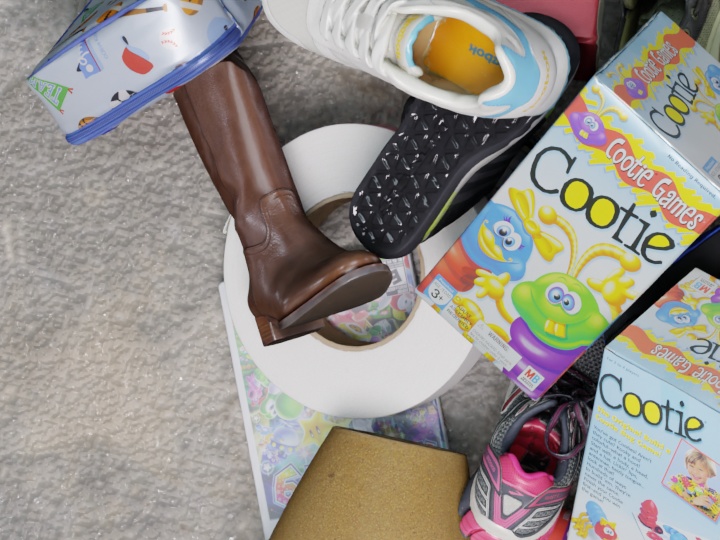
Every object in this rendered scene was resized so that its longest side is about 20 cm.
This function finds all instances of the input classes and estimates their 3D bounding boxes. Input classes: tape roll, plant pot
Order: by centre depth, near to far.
[{"bbox_3d":[0.007,0.211,1.242,0.185,0.186,0.201,12,86,12],"label":"plant pot"},{"bbox_3d":[0.000,0.000,1.286,0.201,0.037,0.204,1,93,25],"label":"tape roll"}]

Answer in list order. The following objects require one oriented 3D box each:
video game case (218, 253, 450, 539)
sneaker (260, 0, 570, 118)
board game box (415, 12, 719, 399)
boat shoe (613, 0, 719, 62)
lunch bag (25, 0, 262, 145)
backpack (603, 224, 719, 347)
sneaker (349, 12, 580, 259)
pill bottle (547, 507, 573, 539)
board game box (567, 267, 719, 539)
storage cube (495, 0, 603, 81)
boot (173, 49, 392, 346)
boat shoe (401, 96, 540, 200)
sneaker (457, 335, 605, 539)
[{"bbox_3d":[-0.015,0.093,1.333,0.142,0.018,0.201,-12,85,10],"label":"video game case"},{"bbox_3d":[0.022,-0.146,1.109,0.199,0.081,0.077,21,104,23],"label":"sneaker"},{"bbox_3d":[0.141,-0.035,1.120,0.103,0.105,0.200,42,131,4],"label":"board game box"},{"bbox_3d":[0.206,-0.179,1.248,0.071,0.066,0.202,-9,63,45],"label":"boat shoe"},{"bbox_3d":[-0.140,-0.169,1.283,0.160,0.200,0.076,-30,107,24],"label":"lunch bag"},{"bbox_3d":[0.273,0.040,1.205,0.200,0.167,0.163,-38,77,41],"label":"backpack"},{"bbox_3d":[0.067,-0.087,1.187,0.200,0.083,0.072,-45,76,27],"label":"sneaker"},{"bbox_3d":[0.192,0.231,1.235,0.199,0.112,0.113,15,90,12],"label":"pill bottle"},{"bbox_3d":[0.199,0.120,1.124,0.105,0.103,0.201,30,135,27],"label":"board game box"},{"bbox_3d":[0.077,-0.226,1.242,0.178,0.200,0.172,6,88,6],"label":"storage cube"},{"bbox_3d":[-0.057,-0.062,1.214,0.064,0.186,0.201,-14,83,-27],"label":"boot"},{"bbox_3d":[0.105,-0.059,1.291,0.199,0.066,0.075,46,98,11],"label":"boat shoe"},{"bbox_3d":[0.130,0.100,1.229,0.080,0.200,0.075,24,134,5],"label":"sneaker"}]
